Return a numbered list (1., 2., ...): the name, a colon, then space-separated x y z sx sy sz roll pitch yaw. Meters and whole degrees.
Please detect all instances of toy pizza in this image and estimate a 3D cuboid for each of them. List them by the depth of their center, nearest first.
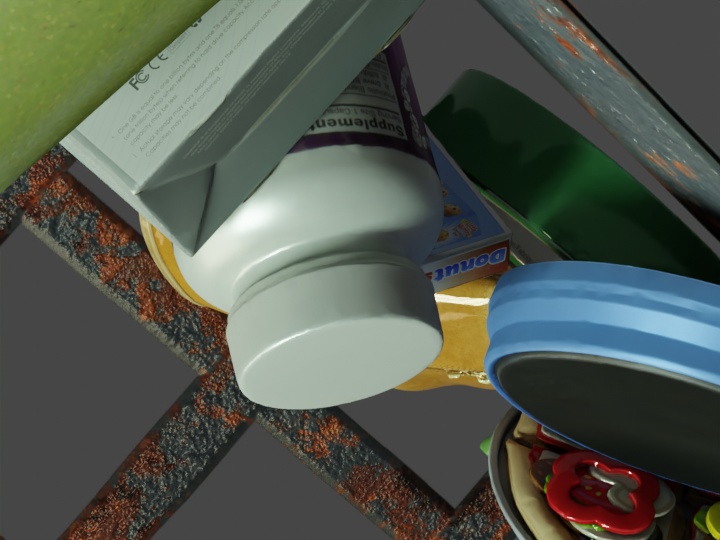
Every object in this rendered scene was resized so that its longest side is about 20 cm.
1. toy pizza: 0.160 0.109 0.953 0.199 0.032 0.200 12 -148 -7

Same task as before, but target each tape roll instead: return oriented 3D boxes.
1. tape roll: 0.110 -0.015 0.959 0.200 0.048 0.200 41 177 3

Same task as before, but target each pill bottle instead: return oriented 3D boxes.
1. pill bottle: -0.028 -0.051 0.797 0.112 0.112 0.201 46 -153 -63

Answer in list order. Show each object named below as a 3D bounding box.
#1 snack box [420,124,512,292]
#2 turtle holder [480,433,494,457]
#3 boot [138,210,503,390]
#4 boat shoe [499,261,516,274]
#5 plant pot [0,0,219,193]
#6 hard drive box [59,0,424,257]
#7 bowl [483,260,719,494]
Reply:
1. snack box: -0.010 -0.063 0.906 0.200 0.072 0.024 54 151 38
2. turtle holder: 0.161 0.103 1.261 0.185 0.132 0.141 44 178 -28
3. boot: 0.000 0.001 0.925 0.144 0.071 0.201 3 156 32
4. boat shoe: 0.092 -0.005 1.143 0.070 0.071 0.200 -5 -143 -24
5. plant pot: -0.101 -0.133 0.592 0.200 0.184 0.200 42 178 2
6. hard drive box: -0.089 -0.131 0.731 0.200 0.156 0.077 41 174 19
7. bowl: 0.147 0.055 0.846 0.200 0.039 0.201 18 164 5
